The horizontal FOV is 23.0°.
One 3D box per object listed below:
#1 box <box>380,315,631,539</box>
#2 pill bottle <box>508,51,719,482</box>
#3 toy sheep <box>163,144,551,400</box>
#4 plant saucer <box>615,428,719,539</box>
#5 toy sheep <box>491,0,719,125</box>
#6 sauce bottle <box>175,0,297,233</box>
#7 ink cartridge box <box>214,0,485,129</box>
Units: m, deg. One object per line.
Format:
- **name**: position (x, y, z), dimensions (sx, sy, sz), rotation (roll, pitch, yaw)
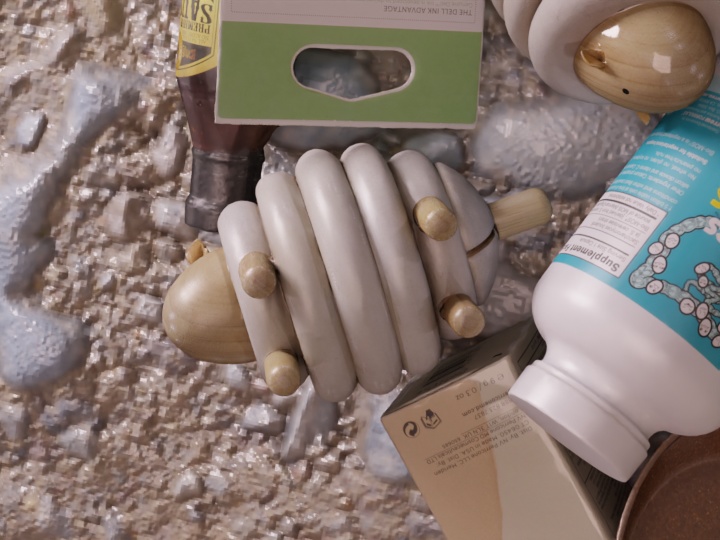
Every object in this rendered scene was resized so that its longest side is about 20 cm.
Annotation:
- **box**: position (0.099, 0.135, 0.920), dimensions (0.078, 0.095, 0.200), rotation (-28, 93, 18)
- **pill bottle**: position (0.157, 0.000, 0.838), dimensions (0.111, 0.111, 0.200), rotation (37, 85, 4)
- **toy sheep**: position (0.000, 0.000, 0.878), dimensions (0.200, 0.138, 0.138), rotation (-13, 98, -4)
- **plant saucer**: position (0.196, 0.166, 0.880), dimensions (0.200, 0.200, 0.037), rotation (60, 149, -3)
- **toy sheep**: position (0.122, -0.155, 0.834), dimensions (0.138, 0.138, 0.200), rotation (-23, 52, 17)
- **sauce bottle**: position (-0.063, -0.119, 0.920), dimensions (0.066, 0.066, 0.200), rotation (9, 101, 12)
- **ink cartridge box**: position (-0.006, -0.173, 0.868), dimensions (0.145, 0.048, 0.200), rotation (-1, 104, -22)
